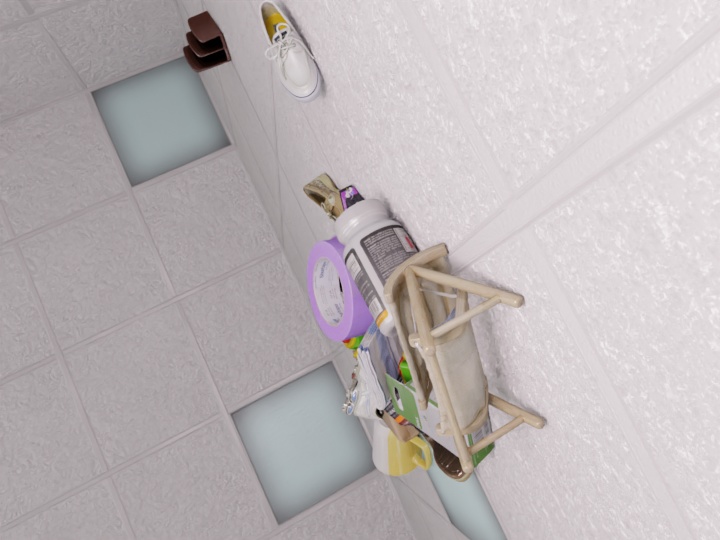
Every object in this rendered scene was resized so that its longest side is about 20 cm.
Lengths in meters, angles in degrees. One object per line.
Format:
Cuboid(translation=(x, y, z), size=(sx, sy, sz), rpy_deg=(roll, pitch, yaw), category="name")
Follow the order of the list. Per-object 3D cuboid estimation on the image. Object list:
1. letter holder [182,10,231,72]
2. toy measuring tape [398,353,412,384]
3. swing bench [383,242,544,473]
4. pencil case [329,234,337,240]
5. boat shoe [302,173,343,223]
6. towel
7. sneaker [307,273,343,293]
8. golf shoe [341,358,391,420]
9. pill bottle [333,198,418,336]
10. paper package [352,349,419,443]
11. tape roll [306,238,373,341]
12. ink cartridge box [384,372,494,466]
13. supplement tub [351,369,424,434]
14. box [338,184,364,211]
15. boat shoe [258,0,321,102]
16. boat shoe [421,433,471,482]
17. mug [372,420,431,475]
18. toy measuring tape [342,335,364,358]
Cuboid(translation=(-0.559, -0.800, 1.967), size=(0.201, 0.140, 0.101), rpy_deg=(57, 167, 37), category="letter holder")
Cuboid(translation=(0.122, 0.214, 1.092), size=(0.074, 0.073, 0.202), rpy_deg=(50, 166, 53), category="toy measuring tape")
Cuboid(translation=(0.119, 0.104, 0.732), size=(0.200, 0.128, 0.202), rpy_deg=(45, 158, 61), category="swing bench")
Cuboid(translation=(0.000, 0.000, 1.211), size=(0.202, 0.083, 0.085), rpy_deg=(59, -171, 35), category="pencil case")
Cuboid(translation=(-0.067, -0.146, 1.245), size=(0.200, 0.062, 0.074), rpy_deg=(51, 162, 51), category="boat shoe")
Cuboid(translation=(0.055, 0.148, 1.079), size=(0.023, 0.201, 0.149), rpy_deg=(-2, 122, 28), category="towel")
Cuboid(translation=(-0.049, 0.010, 1.319), size=(0.098, 0.071, 0.200), rpy_deg=(51, -156, 9), category="sneaker")
Cuboid(translation=(0.031, 0.214, 1.127), size=(0.078, 0.095, 0.203), rpy_deg=(-55, -18, -59), category="golf shoe")
Cuboid(translation=(0.040, -0.007, 0.902), size=(0.202, 0.115, 0.117), rpy_deg=(62, 169, 20), category="pill bottle")
Cuboid(translation=(0.077, 0.283, 1.379), size=(0.203, 0.102, 0.190), rpy_deg=(67, 169, -11), category="paper package")
Cuboid(translation=(-0.039, 0.037, 1.136), size=(0.199, 0.064, 0.205), rpy_deg=(29, 123, 56), category="tape roll")
Cuboid(translation=(0.136, 0.244, 0.988), size=(0.199, 0.059, 0.105), rpy_deg=(26, 141, 46), category="ink cartridge box")
Cuboid(translation=(0.082, 0.257, 1.210), size=(0.199, 0.107, 0.107), rpy_deg=(41, 165, 8), category="supplement tub")
Cuboid(translation=(0.023, -0.055, 1.088), size=(0.201, 0.036, 0.145), rpy_deg=(53, 164, 44), category="box")
Cuboid(translation=(-0.130, -0.392, 0.978), size=(0.086, 0.073, 0.205), rpy_deg=(45, -157, -71), category="boat shoe")
Cuboid(translation=(0.191, 0.381, 1.181), size=(0.077, 0.071, 0.200), rpy_deg=(54, -179, -22), category="boat shoe")
Cuboid(translation=(0.117, 0.481, 1.621), size=(0.150, 0.182, 0.156), rpy_deg=(-72, -23, -57), category="mug")
Cuboid(translation=(-0.016, 0.107, 1.263), size=(0.074, 0.072, 0.204), rpy_deg=(86, 176, -62), category="toy measuring tape")
